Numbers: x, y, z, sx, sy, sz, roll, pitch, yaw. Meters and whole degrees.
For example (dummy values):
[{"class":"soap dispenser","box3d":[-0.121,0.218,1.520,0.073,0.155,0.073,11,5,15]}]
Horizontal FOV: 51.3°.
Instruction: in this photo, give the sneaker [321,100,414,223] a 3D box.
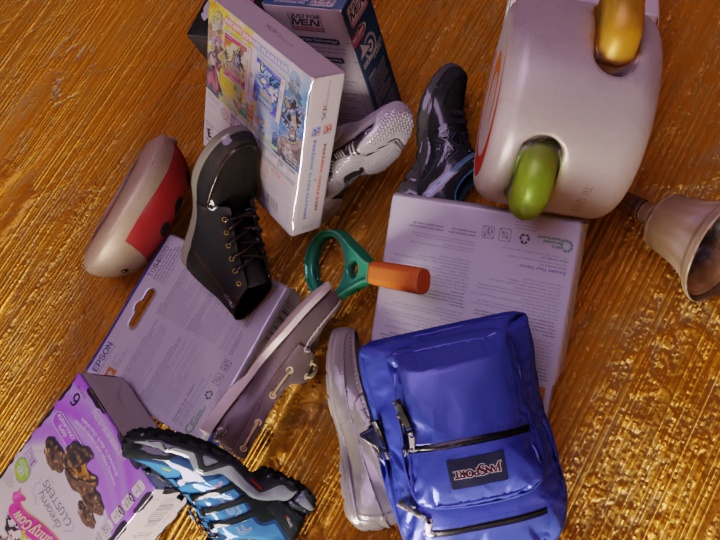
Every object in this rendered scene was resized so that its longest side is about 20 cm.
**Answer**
[{"class":"sneaker","box3d":[-0.035,-0.145,0.848,0.200,0.075,0.115,-41,66,30]}]

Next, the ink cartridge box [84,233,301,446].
[{"class":"ink cartridge box","box3d":[-0.195,0.076,0.870,0.199,0.041,0.200,23,78,29]}]

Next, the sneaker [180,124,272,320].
[{"class":"sneaker","box3d":[-0.124,-0.047,0.789,0.075,0.201,0.106,-23,56,-39]}]

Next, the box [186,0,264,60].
[{"class":"box","box3d":[-0.100,-0.337,0.969,0.148,0.124,0.201,14,72,27]}]

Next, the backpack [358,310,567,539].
[{"class":"backpack","box3d":[0.083,0.148,0.632,0.161,0.168,0.202,-12,87,7]}]

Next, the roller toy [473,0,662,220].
[{"class":"roller toy","box3d":[0.185,-0.146,0.673,0.139,0.182,0.202,10,101,2]}]

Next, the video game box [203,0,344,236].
[{"class":"video game box","box3d":[-0.101,-0.168,0.797,0.047,0.183,0.200,-21,49,-32]}]

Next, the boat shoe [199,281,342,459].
[{"class":"boat shoe","box3d":[-0.081,0.102,0.776,0.059,0.072,0.200,40,85,-2]}]

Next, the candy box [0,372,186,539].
[{"class":"candy box","box3d":[-0.293,0.241,0.796,0.168,0.071,0.200,44,99,29]}]

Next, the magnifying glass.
[{"class":"magnifying glass","box3d":[0.000,0.000,0.783,0.199,0.022,0.080,10,95,52]}]

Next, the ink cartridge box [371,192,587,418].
[{"class":"ink cartridge box","box3d":[0.111,0.034,0.748,0.195,0.043,0.202,12,99,26]}]

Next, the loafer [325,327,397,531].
[{"class":"loafer","box3d":[0.010,0.150,0.742,0.069,0.070,0.201,-14,70,9]}]

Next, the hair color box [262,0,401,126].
[{"class":"hair color box","box3d":[-0.023,-0.233,0.842,0.099,0.200,0.061,14,62,26]}]

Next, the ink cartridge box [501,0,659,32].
[{"class":"ink cartridge box","box3d":[0.230,-0.293,0.787,0.145,0.083,0.201,10,51,7]}]

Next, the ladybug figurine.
[{"class":"ladybug figurine","box3d":[-0.271,-0.077,0.935,0.136,0.072,0.201,-3,59,65]}]

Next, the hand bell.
[{"class":"hand bell","box3d":[0.267,-0.061,0.733,0.104,0.104,0.200,-48,46,-4]}]

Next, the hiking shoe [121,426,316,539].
[{"class":"hiking shoe","box3d":[-0.141,0.215,0.714,0.199,0.074,0.087,27,78,-13]}]

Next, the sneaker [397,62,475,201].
[{"class":"sneaker","box3d":[0.100,-0.131,0.832,0.081,0.073,0.202,9,81,20]}]
